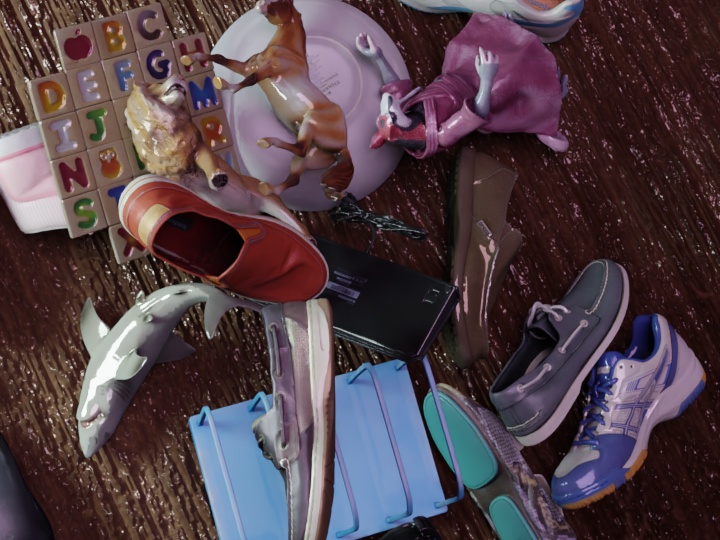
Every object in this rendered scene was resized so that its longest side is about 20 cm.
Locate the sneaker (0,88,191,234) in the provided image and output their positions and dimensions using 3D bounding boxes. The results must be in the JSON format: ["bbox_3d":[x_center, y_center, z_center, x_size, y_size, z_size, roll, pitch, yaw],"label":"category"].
[{"bbox_3d":[-0.222,-0.094,1.345,0.198,0.075,0.106,-24,100,-24],"label":"sneaker"}]

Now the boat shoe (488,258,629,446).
[{"bbox_3d":[0.174,0.057,1.357,0.062,0.073,0.201,43,60,-19],"label":"boat shoe"}]

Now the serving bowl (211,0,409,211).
[{"bbox_3d":[-0.044,-0.159,1.390,0.197,0.066,0.203,2,76,-9],"label":"serving bowl"}]

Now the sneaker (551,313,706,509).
[{"bbox_3d":[0.217,0.120,1.354,0.200,0.075,0.089,-45,109,-31],"label":"sneaker"}]

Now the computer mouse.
[{"bbox_3d":[-0.326,0.182,1.270,0.138,0.053,0.201,-34,85,-16],"label":"computer mouse"}]

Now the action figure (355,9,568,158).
[{"bbox_3d":[0.080,-0.147,1.371,0.199,0.150,0.133,-34,42,-29],"label":"action figure"}]

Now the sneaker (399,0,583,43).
[{"bbox_3d":[0.112,-0.274,1.435,0.197,0.081,0.078,13,77,-5],"label":"sneaker"}]

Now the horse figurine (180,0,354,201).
[{"bbox_3d":[-0.061,-0.137,1.309,0.132,0.050,0.201,-22,74,-46],"label":"horse figurine"}]

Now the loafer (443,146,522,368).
[{"bbox_3d":[0.110,-0.013,1.378,0.066,0.076,0.203,3,77,-3],"label":"loafer"}]

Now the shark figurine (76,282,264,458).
[{"bbox_3d":[-0.158,0.056,1.304,0.089,0.214,0.129,24,39,-44],"label":"shark figurine"}]

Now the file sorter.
[{"bbox_3d":[-0.027,0.157,1.292,0.197,0.123,0.141,-14,81,-13],"label":"file sorter"}]

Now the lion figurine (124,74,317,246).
[{"bbox_3d":[-0.119,-0.074,1.310,0.072,0.123,0.200,-39,129,5],"label":"lion figurine"}]

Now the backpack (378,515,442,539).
[{"bbox_3d":[0.014,0.327,1.231,0.198,0.183,0.148,-31,109,-1],"label":"backpack"}]

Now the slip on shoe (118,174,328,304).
[{"bbox_3d":[-0.103,-0.014,1.239,0.199,0.061,0.074,26,107,-38],"label":"slip on shoe"}]

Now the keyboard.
[{"bbox_3d":[0.000,0.000,1.329,0.198,0.021,0.128,20,71,33],"label":"keyboard"}]

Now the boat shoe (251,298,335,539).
[{"bbox_3d":[-0.052,0.122,1.200,0.064,0.072,0.203,0,79,3],"label":"boat shoe"}]

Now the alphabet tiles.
[{"bbox_3d":[-0.188,-0.117,1.316,0.165,0.006,0.203,-20,102,-27],"label":"alphabet tiles"}]

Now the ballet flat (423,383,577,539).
[{"bbox_3d":[0.127,0.180,1.351,0.072,0.072,0.202,-30,84,-15],"label":"ballet flat"}]
